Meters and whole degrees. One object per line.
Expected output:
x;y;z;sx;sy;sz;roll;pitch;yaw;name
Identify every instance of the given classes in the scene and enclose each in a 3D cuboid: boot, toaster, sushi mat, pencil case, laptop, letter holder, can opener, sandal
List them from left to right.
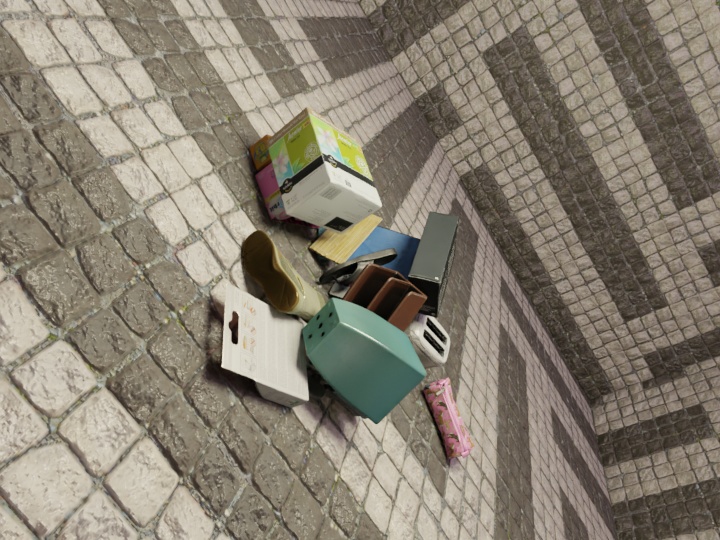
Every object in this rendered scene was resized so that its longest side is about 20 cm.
-0.146;0.021;1.046;0.201;0.072;0.155;53;6;31;boot
-0.055;0.242;1.049;0.200;0.052;0.067;43;66;-33;can opener
-0.033;-0.090;1.295;0.095;0.012;0.200;29;51;15;sushi mat
0.001;-0.001;1.226;0.076;0.197;0.049;111;-42;-66;sandal
0.024;0.100;1.122;0.100;0.202;0.141;40;13;32;letter holder
0.043;-0.007;1.281;0.184;0.118;0.201;17;31;5;laptop
0.140;0.181;1.348;0.200;0.128;0.115;48;47;-29;toaster
0.234;0.391;1.398;0.086;0.082;0.203;9;58;-60;pencil case

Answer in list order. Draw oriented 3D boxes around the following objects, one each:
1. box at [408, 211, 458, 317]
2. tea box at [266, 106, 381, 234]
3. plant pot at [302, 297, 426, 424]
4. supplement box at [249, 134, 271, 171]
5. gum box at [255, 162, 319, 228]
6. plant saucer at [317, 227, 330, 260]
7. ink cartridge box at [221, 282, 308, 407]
0.173;-0.016;1.254;0.142;0.077;0.202;86;21;-53;box
-0.080;-0.214;1.176;0.199;0.133;0.200;15;49;-55;tea box
-0.006;0.154;1.002;0.199;0.141;0.142;39;12;-27;plant pot
-0.177;-0.267;1.283;0.199;0.066;0.070;-2;66;-63;supplement box
-0.145;-0.173;1.247;0.199;0.066;0.115;4;61;-61;gum box
-0.072;-0.100;1.331;0.019;0.068;0.202;96;-6;-48;plant saucer
-0.174;0.134;0.922;0.199;0.050;0.163;33;38;-42;ink cartridge box
